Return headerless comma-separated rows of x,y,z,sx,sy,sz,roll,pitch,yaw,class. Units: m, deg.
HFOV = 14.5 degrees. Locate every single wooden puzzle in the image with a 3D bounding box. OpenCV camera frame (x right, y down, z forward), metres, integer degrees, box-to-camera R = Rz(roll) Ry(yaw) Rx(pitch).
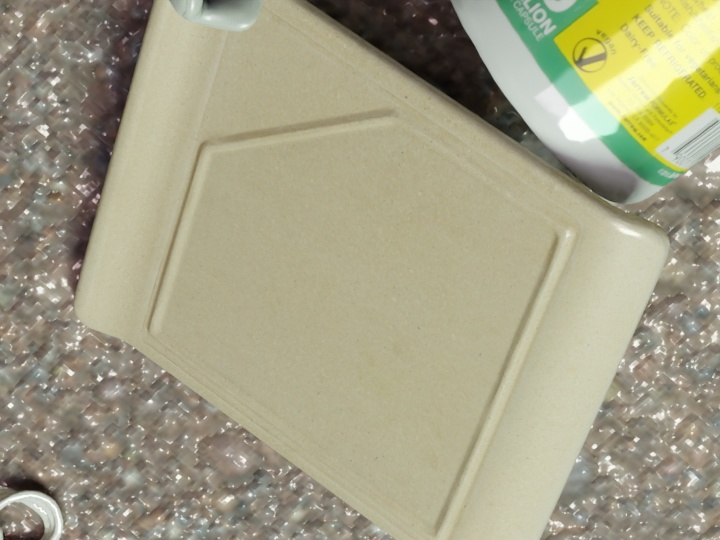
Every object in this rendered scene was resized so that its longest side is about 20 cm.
0.000,0.000,1.014,0.199,0.037,0.186,32,132,13,wooden puzzle

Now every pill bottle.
0.136,-0.123,0.960,0.200,0.113,0.113,-37,113,17,pill bottle

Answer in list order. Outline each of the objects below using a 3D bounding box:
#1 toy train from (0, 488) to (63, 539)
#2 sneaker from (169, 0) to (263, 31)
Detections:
-0.204,0.060,1.082,0.149,0.056,0.201,-23,115,11,toy train
0.010,-0.147,0.920,0.199,0.092,0.076,-35,142,21,sneaker
